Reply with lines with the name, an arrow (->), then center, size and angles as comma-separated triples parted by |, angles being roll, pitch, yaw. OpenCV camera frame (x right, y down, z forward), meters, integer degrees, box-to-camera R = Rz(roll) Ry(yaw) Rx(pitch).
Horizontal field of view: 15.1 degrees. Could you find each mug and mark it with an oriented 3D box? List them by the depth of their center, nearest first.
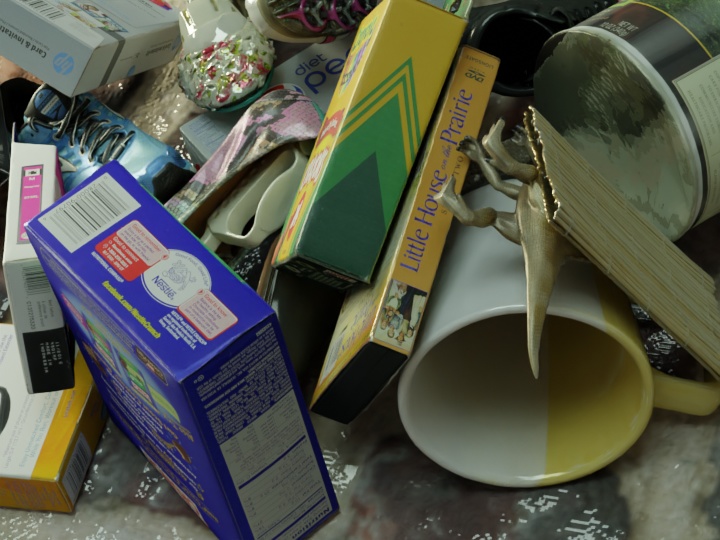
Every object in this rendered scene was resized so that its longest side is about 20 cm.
mug -> 0.109, 0.035, 1.637 | 0.149, 0.187, 0.153 | -36, 33, 28

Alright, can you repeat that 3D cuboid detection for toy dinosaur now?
toy dinosaur -> 0.098, -0.032, 1.524 | 0.058, 0.101, 0.200 | -46, 12, 29

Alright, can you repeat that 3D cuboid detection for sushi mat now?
sushi mat -> 0.159, -0.011, 1.563 | 0.012, 0.200, 0.096 | -33, 42, 21

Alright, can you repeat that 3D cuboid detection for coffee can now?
coffee can -> 0.229, -0.122, 1.678 | 0.200, 0.146, 0.146 | -30, 49, -26

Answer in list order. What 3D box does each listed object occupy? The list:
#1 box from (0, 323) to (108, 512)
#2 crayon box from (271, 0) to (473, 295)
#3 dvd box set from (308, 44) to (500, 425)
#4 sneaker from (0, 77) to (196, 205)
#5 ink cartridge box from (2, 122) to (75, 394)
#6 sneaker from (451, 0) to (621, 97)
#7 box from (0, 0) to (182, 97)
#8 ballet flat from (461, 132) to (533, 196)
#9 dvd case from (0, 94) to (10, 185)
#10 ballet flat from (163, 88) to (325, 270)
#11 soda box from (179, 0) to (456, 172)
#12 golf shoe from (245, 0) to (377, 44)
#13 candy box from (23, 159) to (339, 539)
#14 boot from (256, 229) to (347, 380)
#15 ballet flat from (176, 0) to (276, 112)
box -> -0.261, 0.089, 1.733 | 0.200, 0.041, 0.119 | 3, 52, 20
crayon box -> 0.009, -0.089, 1.629 | 0.051, 0.127, 0.200 | 22, 83, -6
dvd box set -> 0.026, -0.019, 1.623 | 0.029, 0.146, 0.200 | 21, 66, -7
sneaker -> -0.187, -0.080, 1.787 | 0.078, 0.090, 0.200 | -44, 35, -21
ink cartridge box -> -0.203, -0.012, 1.725 | 0.037, 0.095, 0.200 | -8, 29, -3
sneaker -> 0.137, -0.149, 1.760 | 0.200, 0.071, 0.099 | -12, 14, -19
box -> -0.215, -0.184, 1.829 | 0.156, 0.041, 0.200 | 31, 19, 7
ballet flat -> 0.113, -0.076, 1.736 | 0.200, 0.067, 0.046 | -31, 63, -26
dvd case -> -0.304, -0.098, 1.860 | 0.150, 0.025, 0.200 | -38, 44, 25
ballet flat -> -0.089, -0.026, 1.718 | 0.200, 0.069, 0.071 | -50, 38, 7
soda box -> -0.017, -0.108, 1.809 | 0.200, 0.068, 0.063 | -33, 50, -12
golf shoe -> -0.033, -0.184, 1.793 | 0.092, 0.073, 0.200 | -26, 7, 29
candy box -> -0.103, 0.059, 1.608 | 0.077, 0.200, 0.169 | -35, 52, -17
boot -> 0.000, 0.000, 1.712 | 0.097, 0.075, 0.200 | 4, 51, 22
ballet flat -> -0.098, -0.162, 1.827 | 0.076, 0.064, 0.200 | -27, 19, 6
